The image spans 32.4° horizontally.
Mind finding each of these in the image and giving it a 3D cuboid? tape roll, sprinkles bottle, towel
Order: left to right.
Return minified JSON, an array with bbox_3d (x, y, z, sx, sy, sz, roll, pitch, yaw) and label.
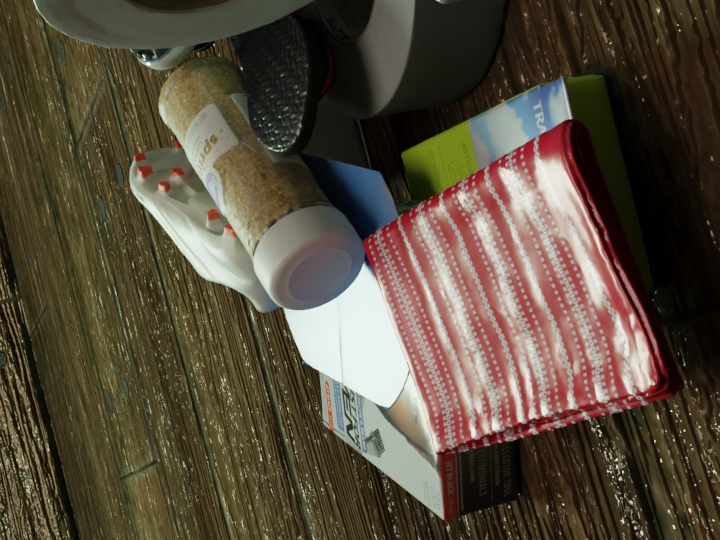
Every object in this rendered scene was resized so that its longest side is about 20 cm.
[{"bbox_3d":[-0.095,-0.204,0.708,0.202,0.202,0.071,137,120,-63],"label":"tape roll"},{"bbox_3d":[-0.070,-0.063,0.830,0.200,0.068,0.068,56,148,37],"label":"sprinkles bottle"},{"bbox_3d":[0.015,-0.201,0.795,0.200,0.066,0.200,41,137,53],"label":"tape roll"},{"bbox_3d":[0.076,0.019,0.667,0.200,0.022,0.145,-29,79,54],"label":"towel"}]

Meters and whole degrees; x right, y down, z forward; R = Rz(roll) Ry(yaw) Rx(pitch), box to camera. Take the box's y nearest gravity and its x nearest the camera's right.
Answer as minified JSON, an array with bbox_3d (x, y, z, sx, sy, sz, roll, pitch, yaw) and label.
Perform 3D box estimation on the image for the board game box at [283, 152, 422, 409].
[{"bbox_3d":[0.000,0.000,0.842,0.200,0.039,0.158,21,119,59],"label":"board game box"}]

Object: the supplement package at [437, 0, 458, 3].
[{"bbox_3d":[0.062,-0.248,0.587,0.120,0.121,0.200,43,139,45],"label":"supplement package"}]

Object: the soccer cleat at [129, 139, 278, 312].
[{"bbox_3d":[-0.119,-0.036,0.934,0.200,0.069,0.078,39,143,47],"label":"soccer cleat"}]

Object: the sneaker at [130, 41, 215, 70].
[{"bbox_3d":[-0.130,-0.188,0.920,0.072,0.072,0.200,50,-167,-25],"label":"sneaker"}]

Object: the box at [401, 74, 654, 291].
[{"bbox_3d":[0.095,-0.034,0.717,0.200,0.048,0.122,-17,86,67],"label":"box"}]

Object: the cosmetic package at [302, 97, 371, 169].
[{"bbox_3d":[-0.076,-0.074,1.020,0.200,0.103,0.087,-20,85,68],"label":"cosmetic package"}]

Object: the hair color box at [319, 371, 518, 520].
[{"bbox_3d":[0.034,0.088,0.898,0.200,0.064,0.111,24,122,61],"label":"hair color box"}]

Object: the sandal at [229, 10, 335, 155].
[{"bbox_3d":[-0.048,-0.143,0.832,0.075,0.045,0.200,-58,30,25],"label":"sandal"}]
